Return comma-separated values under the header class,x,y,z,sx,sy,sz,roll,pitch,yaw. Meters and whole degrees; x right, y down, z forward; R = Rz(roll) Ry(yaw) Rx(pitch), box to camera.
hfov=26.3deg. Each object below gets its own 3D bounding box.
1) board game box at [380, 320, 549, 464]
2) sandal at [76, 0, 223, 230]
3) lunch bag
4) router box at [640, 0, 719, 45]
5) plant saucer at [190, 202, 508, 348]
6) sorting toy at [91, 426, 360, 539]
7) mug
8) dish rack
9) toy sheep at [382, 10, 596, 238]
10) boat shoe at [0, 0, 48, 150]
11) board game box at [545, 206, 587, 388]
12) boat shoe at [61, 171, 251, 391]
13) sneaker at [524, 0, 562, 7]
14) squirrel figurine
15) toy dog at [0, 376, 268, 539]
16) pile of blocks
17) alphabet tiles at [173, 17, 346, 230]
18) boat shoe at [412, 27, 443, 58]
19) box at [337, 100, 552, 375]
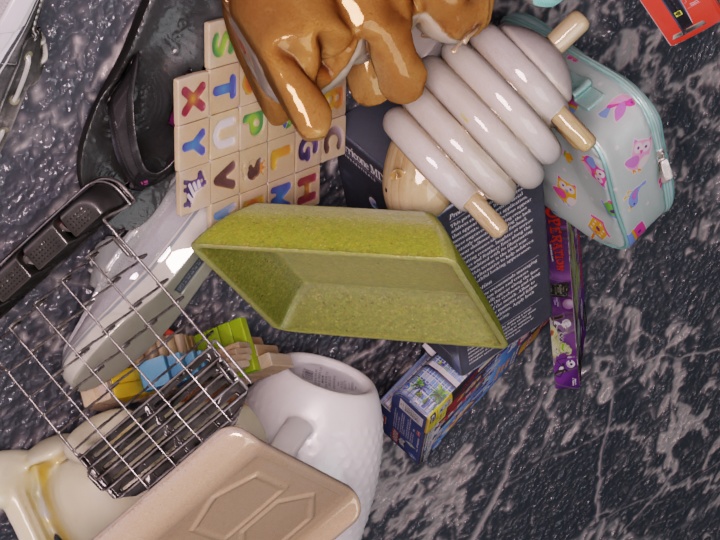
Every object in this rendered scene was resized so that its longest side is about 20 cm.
class,x,y,z,sx,sy,sz,roll,pitch,yaw
board game box,0.106,0.073,1.448,0.200,0.062,0.200,-45,167,-14
sandal,-0.148,-0.117,1.091,0.075,0.048,0.201,8,112,-31
lunch bag,0.174,-0.119,1.281,0.077,0.200,0.161,-37,139,-15
router box,0.191,-0.294,1.151,0.049,0.201,0.179,-27,146,18
plant saucer,0.000,0.000,1.159,0.200,0.199,0.048,52,45,-64
sorting toy,-0.111,0.199,1.145,0.185,0.037,0.200,-41,146,5
mug,-0.059,0.174,1.331,0.200,0.147,0.176,-41,150,-74
dish rack,-0.176,0.054,1.091,0.153,0.200,0.055,-39,-178,17
toy sheep,0.093,-0.110,1.123,0.200,0.138,0.138,-45,142,3
boat shoe,-0.238,-0.145,0.991,0.071,0.072,0.200,-4,135,-52
board game box,0.190,-0.005,1.440,0.032,0.120,0.201,-4,121,9
boat shoe,-0.166,-0.001,1.170,0.201,0.071,0.070,-50,159,-6
sneaker,0.106,-0.253,1.120,0.077,0.201,0.091,5,141,-23
squirrel figurine,-0.004,-0.207,1.043,0.186,0.142,0.201,-27,98,-7
toy dog,-0.162,0.170,1.215,0.199,0.140,0.194,-25,169,23
pile of blocks,-0.142,0.064,1.245,0.199,0.062,0.082,-7,164,-46
alphabet tiles,-0.070,-0.113,1.149,0.200,0.006,0.167,-26,124,-50
boat shoe,0.077,-0.219,1.219,0.068,0.072,0.201,31,90,-50
box,0.072,-0.040,1.293,0.107,0.148,0.201,-32,139,-19
